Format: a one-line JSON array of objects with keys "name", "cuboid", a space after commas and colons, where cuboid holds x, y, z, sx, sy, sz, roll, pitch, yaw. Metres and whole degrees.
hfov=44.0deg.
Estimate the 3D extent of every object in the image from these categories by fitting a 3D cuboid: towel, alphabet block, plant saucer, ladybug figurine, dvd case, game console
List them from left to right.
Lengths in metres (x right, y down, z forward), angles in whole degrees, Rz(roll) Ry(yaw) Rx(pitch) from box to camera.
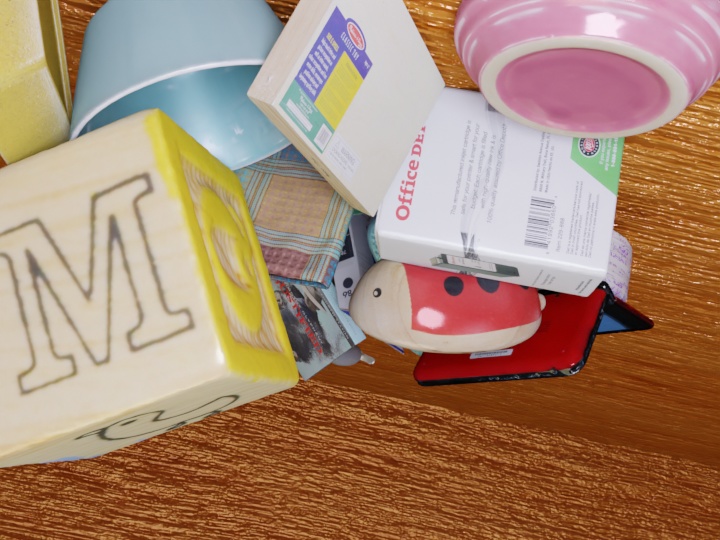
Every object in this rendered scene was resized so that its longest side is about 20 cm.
[{"name": "plant saucer", "cuboid": [-0.243, -0.178, 0.632, 0.048, 0.202, 0.200, -10, 169, -11]}, {"name": "alphabet block", "cuboid": [-0.184, 0.023, 0.678, 0.198, 0.199, 0.195, -20, 169, 8]}, {"name": "towel", "cuboid": [-0.071, -0.080, 0.820, 0.145, 0.202, 0.022, 9, 147, 12]}, {"name": "dvd case", "cuboid": [-0.072, 0.053, 1.126, 0.022, 0.147, 0.200, -29, 175, -29]}, {"name": "ladybug figurine", "cuboid": [0.088, 0.022, 0.855, 0.197, 0.073, 0.136, -1, -152, -18]}, {"name": "game console", "cuboid": [0.185, 0.086, 0.945, 0.199, 0.173, 0.119, -11, 124, 40]}, {"name": "plant saucer", "cuboid": [0.164, -0.151, 0.652, 0.198, 0.051, 0.201, 10, 165, 3]}]

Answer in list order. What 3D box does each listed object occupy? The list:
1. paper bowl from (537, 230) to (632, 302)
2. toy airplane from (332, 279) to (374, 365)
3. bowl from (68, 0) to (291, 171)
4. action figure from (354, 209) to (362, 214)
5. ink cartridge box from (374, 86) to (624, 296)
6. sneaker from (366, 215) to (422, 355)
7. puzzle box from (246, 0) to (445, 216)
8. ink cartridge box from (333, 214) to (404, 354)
[{"name": "paper bowl", "cuboid": [0.199, -0.023, 0.990, 0.198, 0.106, 0.201, 10, 165, 3]}, {"name": "toy airplane", "cuboid": [0.022, 0.047, 1.197, 0.141, 0.199, 0.200, 45, 150, 3]}, {"name": "bowl", "cuboid": [-0.133, -0.154, 0.684, 0.198, 0.106, 0.201, -17, 169, -3]}, {"name": "action figure", "cuboid": [0.032, -0.101, 0.877, 0.197, 0.119, 0.055, 3, 153, 1]}, {"name": "ink cartridge box", "cuboid": [0.121, -0.072, 0.791, 0.197, 0.148, 0.084, 11, 166, 6]}, {"name": "sneaker", "cuboid": [0.063, -0.007, 1.059, 0.079, 0.131, 0.202, -14, 117, 8]}, {"name": "puzzle box", "cuboid": [-0.001, -0.138, 0.671, 0.025, 0.134, 0.200, 26, 172, 27]}, {"name": "ink cartridge box", "cuboid": [0.000, 0.000, 1.050, 0.039, 0.202, 0.099, -20, 154, 17]}]
